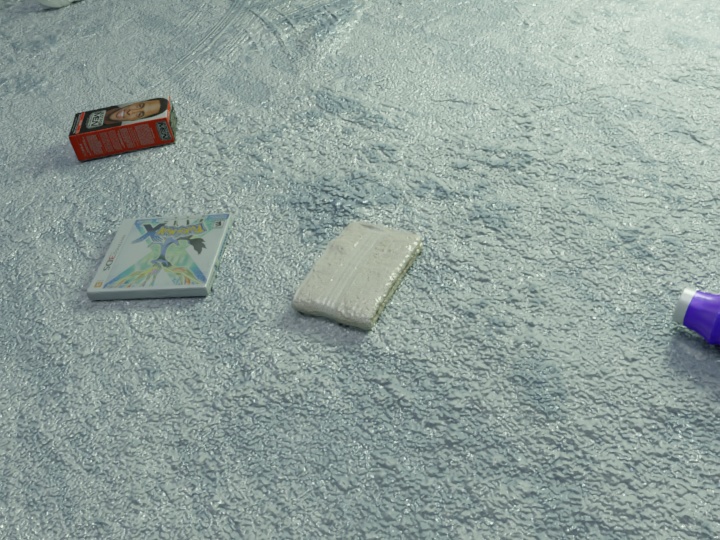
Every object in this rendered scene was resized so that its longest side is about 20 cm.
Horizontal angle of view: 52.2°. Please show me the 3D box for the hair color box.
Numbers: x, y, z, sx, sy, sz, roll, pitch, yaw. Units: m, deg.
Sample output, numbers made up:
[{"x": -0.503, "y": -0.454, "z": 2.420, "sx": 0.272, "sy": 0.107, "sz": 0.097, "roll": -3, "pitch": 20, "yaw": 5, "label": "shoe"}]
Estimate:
[{"x": -0.476, "y": -0.289, "z": 1.484, "sx": 0.197, "sy": 0.062, "sz": 0.102, "roll": -12, "pitch": 41, "yaw": -2, "label": "hair color box"}]

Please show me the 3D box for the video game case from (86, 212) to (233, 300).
[{"x": -0.320, "y": -0.026, "z": 1.191, "sx": 0.197, "sy": 0.022, "sz": 0.184, "roll": -2, "pitch": 43, "yaw": 9, "label": "video game case"}]

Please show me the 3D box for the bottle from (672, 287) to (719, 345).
[{"x": 0.481, "y": 0.077, "z": 0.879, "sx": 0.199, "sy": 0.066, "sz": 0.083, "roll": 25, "pitch": 54, "yaw": 33, "label": "bottle"}]

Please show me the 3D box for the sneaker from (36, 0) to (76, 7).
[{"x": -0.867, "y": -0.832, "z": 2.156, "sx": 0.198, "sy": 0.076, "sz": 0.114, "roll": -24, "pitch": 42, "yaw": -23, "label": "sneaker"}]

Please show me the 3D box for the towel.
[{"x": 0.000, "y": 0.000, "z": 1.087, "sx": 0.131, "sy": 0.035, "sz": 0.201, "roll": 13, "pitch": 47, "yaw": 25, "label": "towel"}]
